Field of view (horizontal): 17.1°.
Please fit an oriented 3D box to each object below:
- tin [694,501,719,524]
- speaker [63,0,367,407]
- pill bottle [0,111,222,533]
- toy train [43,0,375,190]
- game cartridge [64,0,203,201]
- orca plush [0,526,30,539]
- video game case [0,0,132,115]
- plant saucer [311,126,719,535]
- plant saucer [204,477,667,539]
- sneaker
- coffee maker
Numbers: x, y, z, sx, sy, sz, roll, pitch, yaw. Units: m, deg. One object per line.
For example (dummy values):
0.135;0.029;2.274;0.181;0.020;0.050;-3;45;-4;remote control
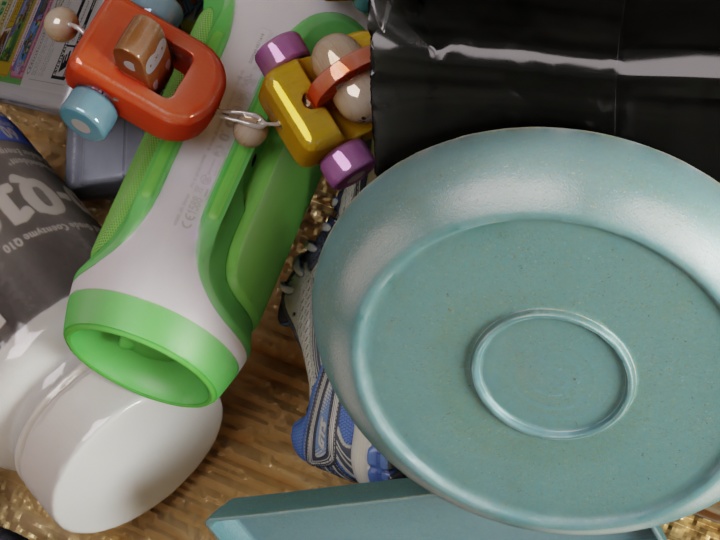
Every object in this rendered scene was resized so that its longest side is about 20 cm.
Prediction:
0.118;0.040;1.003;0.199;0.042;0.113;19;127;29;tin
-0.059;-0.044;1.060;0.088;0.089;0.201;10;65;28;speaker
-0.159;0.022;1.139;0.114;0.114;0.200;-47;62;8;pill bottle
-0.032;-0.121;1.014;0.150;0.056;0.200;34;67;1;toy train
-0.055;-0.110;1.168;0.199;0.040;0.134;-7;70;25;game cartridge
-0.155;0.219;1.107;0.071;0.105;0.201;11;47;-11;orca plush
-0.125;-0.172;1.166;0.182;0.022;0.201;17;85;65;video game case
0.076;0.034;0.931;0.199;0.201;0.027;-13;33;23;plant saucer
0.034;0.112;1.048;0.199;0.070;0.019;-9;47;24;plant saucer
0.000;0.000;1.078;0.085;0.077;0.201;5;88;38;sneaker
0.108;-0.080;0.914;0.199;0.192;0.136;3;68;10;coffee maker
